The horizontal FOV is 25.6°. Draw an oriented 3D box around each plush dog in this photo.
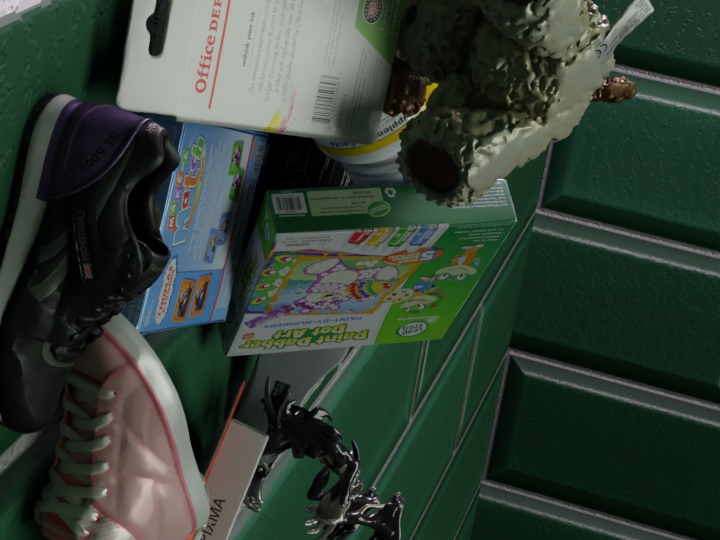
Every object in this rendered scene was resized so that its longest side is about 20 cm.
[{"bbox_3d":[0.084,-0.163,1.074,0.160,0.172,0.201,-8,130,-43],"label":"plush dog"}]

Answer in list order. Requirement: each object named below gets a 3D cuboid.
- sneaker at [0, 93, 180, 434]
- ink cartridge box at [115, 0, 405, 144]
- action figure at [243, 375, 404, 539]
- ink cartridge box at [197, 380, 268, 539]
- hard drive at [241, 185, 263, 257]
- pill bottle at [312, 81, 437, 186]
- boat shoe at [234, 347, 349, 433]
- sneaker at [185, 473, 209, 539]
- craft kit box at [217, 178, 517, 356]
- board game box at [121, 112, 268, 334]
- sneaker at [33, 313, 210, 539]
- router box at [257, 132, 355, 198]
[{"bbox_3d":[-0.159,0.005,0.916,0.076,0.087,0.201,-25,129,-74],"label":"sneaker"},{"bbox_3d":[-0.075,-0.153,1.029,0.199,0.067,0.118,4,103,-36],"label":"ink cartridge box"},{"bbox_3d":[-0.042,0.184,1.391,0.102,0.119,0.200,-51,130,-16],"label":"action figure"},{"bbox_3d":[-0.127,0.210,1.270,0.176,0.045,0.201,125,-12,-60],"label":"ink cartridge box"},{"bbox_3d":[-0.057,-0.052,1.433,0.200,0.033,0.140,-53,154,-61],"label":"hard drive"},{"bbox_3d":[-0.005,-0.154,1.200,0.200,0.114,0.115,56,44,-40],"label":"pill bottle"},{"bbox_3d":[-0.059,0.083,1.435,0.066,0.072,0.201,-81,-167,-62],"label":"boat shoe"},{"bbox_3d":[-0.164,0.187,1.137,0.077,0.082,0.200,-39,-153,21],"label":"sneaker"},{"bbox_3d":[0.000,0.000,1.275,0.198,0.199,0.049,119,-38,-58],"label":"craft kit box"},{"bbox_3d":[-0.124,-0.034,1.145,0.200,0.036,0.152,-6,110,-78],"label":"board game box"},{"bbox_3d":[-0.169,0.119,1.030,0.105,0.075,0.201,-36,129,-30],"label":"sneaker"},{"bbox_3d":[-0.024,-0.111,1.348,0.149,0.051,0.201,66,31,-48],"label":"router box"}]
